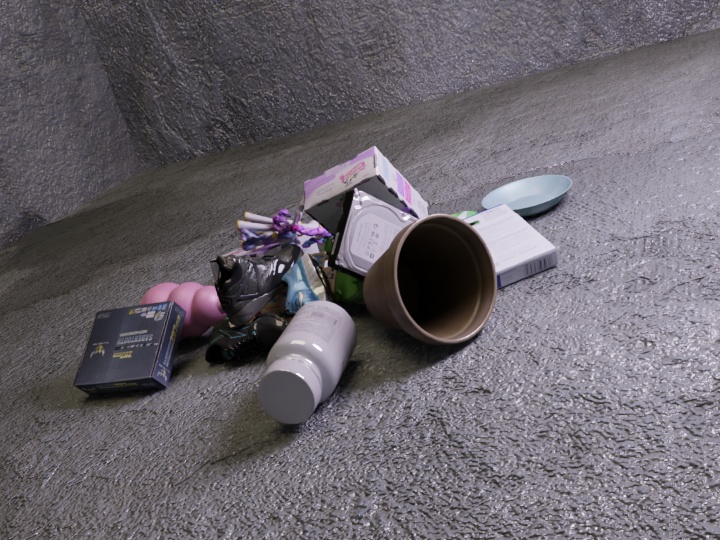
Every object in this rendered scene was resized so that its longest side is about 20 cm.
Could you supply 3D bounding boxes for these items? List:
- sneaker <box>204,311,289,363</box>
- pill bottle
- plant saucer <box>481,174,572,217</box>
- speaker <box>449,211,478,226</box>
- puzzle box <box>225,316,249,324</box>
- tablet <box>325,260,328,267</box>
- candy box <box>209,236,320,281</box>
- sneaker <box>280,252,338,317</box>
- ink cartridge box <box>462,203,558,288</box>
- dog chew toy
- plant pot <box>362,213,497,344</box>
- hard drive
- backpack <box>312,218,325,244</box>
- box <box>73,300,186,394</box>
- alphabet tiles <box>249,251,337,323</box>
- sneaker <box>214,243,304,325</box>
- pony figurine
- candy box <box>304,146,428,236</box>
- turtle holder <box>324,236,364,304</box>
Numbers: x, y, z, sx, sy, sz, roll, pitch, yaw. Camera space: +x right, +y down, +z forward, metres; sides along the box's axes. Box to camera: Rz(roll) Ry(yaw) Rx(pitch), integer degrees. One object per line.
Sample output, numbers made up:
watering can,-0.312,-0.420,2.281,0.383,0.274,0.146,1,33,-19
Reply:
sneaker,-0.201,0.131,1.416,0.197,0.076,0.080,-12,32,36
pill bottle,-0.081,0.139,1.194,0.112,0.116,0.200,-10,21,20
plant saucer,0.362,-0.153,1.695,0.197,0.039,0.202,-17,20,6
speaker,0.146,-0.064,1.581,0.196,0.090,0.089,-9,21,23
puzzle box,-0.185,0.076,1.593,0.196,0.026,0.133,-14,19,13
tablet,-0.146,0.016,1.687,0.128,0.014,0.200,-12,10,21
candy box,-0.215,-0.023,1.761,0.198,0.073,0.166,-6,16,47
sneaker,-0.085,0.071,1.369,0.089,0.078,0.202,-31,54,10
ink cartridge box,0.228,-0.036,1.439,0.196,0.041,0.201,-21,34,-7
dog chew toy,-0.348,0.080,1.567,0.197,0.127,0.125,-10,20,29
plant pot,0.094,0.024,1.275,0.198,0.203,0.173,-29,6,-29
hard drive,0.046,-0.040,1.379,0.038,0.198,0.142,-8,62,58
backpack,-0.019,-0.134,1.796,0.198,0.185,0.134,-34,14,-10
box,-0.434,0.146,1.477,0.196,0.051,0.160,-8,57,27
alphabet tiles,-0.127,0.050,1.464,0.197,0.006,0.170,-8,63,35
sneaker,-0.187,-0.005,1.426,0.199,0.115,0.076,-43,28,-28
pony figurine,-0.146,-0.079,1.589,0.195,0.170,0.193,0,13,1
candy box,0.014,-0.122,1.494,0.165,0.200,0.073,-22,51,25
turtle holder,0.005,0.006,1.476,0.130,0.187,0.142,5,43,-33
